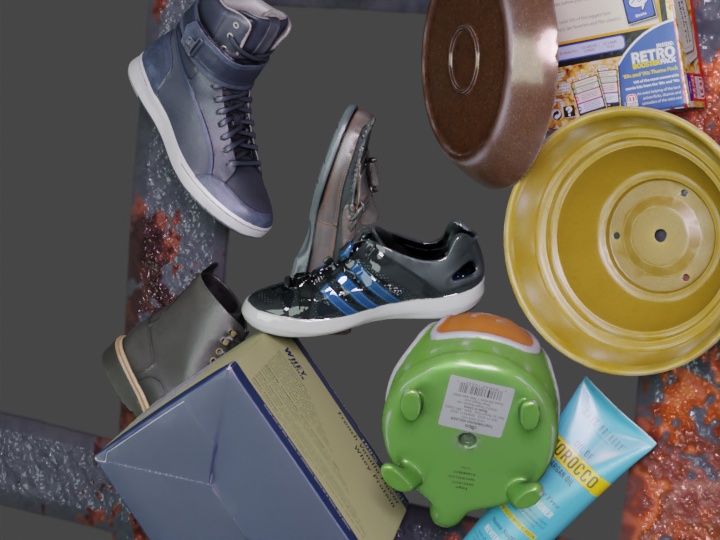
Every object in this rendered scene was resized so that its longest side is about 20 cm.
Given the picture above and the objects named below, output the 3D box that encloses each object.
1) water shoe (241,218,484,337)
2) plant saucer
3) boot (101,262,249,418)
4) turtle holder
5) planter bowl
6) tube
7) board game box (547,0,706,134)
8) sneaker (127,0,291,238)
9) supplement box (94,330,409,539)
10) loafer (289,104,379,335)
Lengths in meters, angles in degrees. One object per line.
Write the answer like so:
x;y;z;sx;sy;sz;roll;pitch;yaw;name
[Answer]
0.000;0.000;1.478;0.199;0.072;0.079;-8;115;-4;water shoe
0.092;-0.162;1.405;0.200;0.034;0.201;178;90;-69;plant saucer
-0.129;0.107;1.598;0.138;0.077;0.200;-42;75;20;boot
0.094;0.118;1.440;0.141;0.132;0.186;-12;122;17;turtle holder
0.216;-0.025;1.386;0.200;0.083;0.201;3;97;29;planter bowl
0.147;0.184;1.468;0.077;0.050;0.200;43;107;14;tube
0.178;-0.213;1.412;0.151;0.046;0.201;-7;91;30;board game box
-0.103;-0.142;1.557;0.146;0.077;0.203;-39;74;29;sneaker
-0.080;0.169;1.463;0.134;0.200;0.200;-33;93;13;supplement box
-0.011;-0.040;1.530;0.063;0.072;0.200;20;111;6;loafer
